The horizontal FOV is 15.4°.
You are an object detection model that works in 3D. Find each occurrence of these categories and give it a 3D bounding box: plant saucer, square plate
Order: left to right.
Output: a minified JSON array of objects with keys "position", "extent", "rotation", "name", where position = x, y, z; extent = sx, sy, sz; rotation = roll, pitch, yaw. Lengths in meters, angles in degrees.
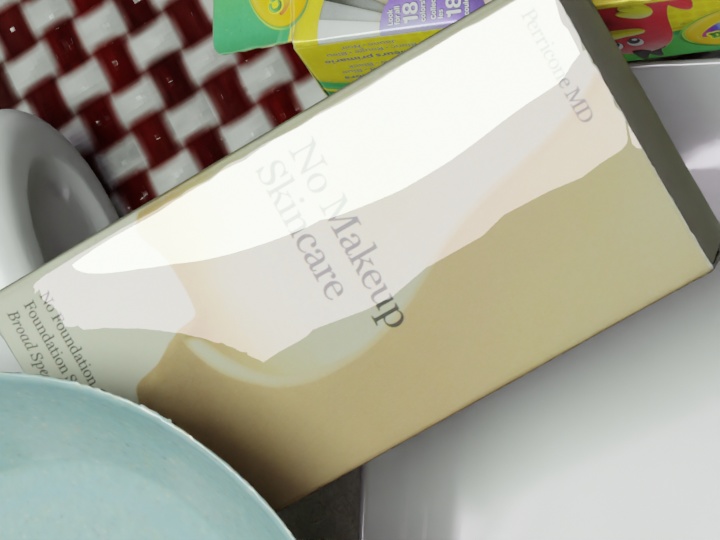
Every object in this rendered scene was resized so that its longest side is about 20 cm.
[{"position":[-0.084,0.120,0.795],"extent":[0.200,0.039,0.202],"rotation":[7,109,21],"name":"plant saucer"},{"position":[0.099,0.029,0.854],"extent":[0.199,0.028,0.199],"rotation":[-2,77,11],"name":"square plate"}]

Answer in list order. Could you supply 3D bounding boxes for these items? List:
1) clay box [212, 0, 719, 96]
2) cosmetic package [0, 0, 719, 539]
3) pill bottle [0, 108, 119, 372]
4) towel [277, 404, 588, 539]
[{"position":[0.052,-0.124,0.866],"extent":[0.199,0.048,0.115],"rotation":[-6,69,16],"name":"clay box"},{"position":[0.000,0.000,0.810],"extent":[0.200,0.071,0.105],"rotation":[-31,92,13],"name":"cosmetic package"},{"position":[-0.182,0.029,0.926],"extent":[0.199,0.111,0.111],"rotation":[-22,82,17],"name":"pill bottle"},{"position":[-0.009,0.129,0.907],"extent":[0.200,0.034,0.133],"rotation":[-43,75,14],"name":"towel"}]
